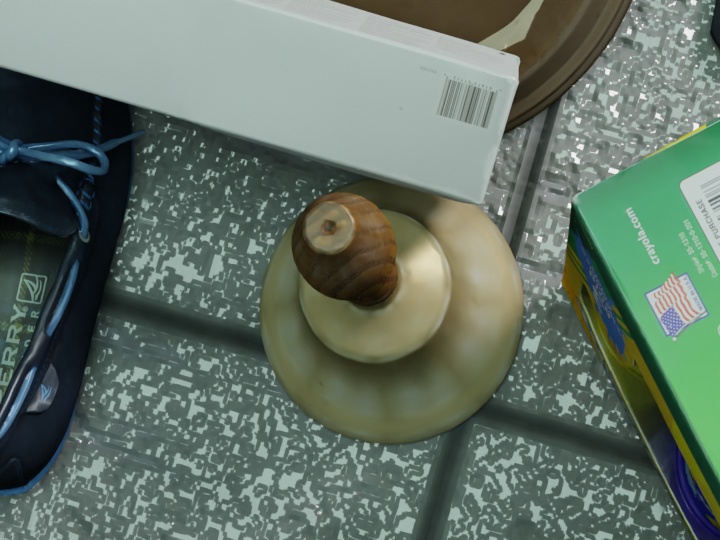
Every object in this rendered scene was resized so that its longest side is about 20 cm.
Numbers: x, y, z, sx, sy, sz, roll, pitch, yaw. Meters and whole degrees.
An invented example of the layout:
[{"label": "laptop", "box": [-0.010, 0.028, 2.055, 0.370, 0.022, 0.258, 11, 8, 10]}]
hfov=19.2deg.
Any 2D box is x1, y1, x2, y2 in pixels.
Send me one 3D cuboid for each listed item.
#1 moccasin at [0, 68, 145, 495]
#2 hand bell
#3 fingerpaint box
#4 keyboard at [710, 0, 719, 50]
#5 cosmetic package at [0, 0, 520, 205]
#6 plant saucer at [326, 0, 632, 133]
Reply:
[{"label": "moccasin", "box": [-0.125, -0.017, 0.809, 0.080, 0.068, 0.202, -1, 80, 6]}, {"label": "hand bell", "box": [0.000, 0.000, 0.726, 0.103, 0.200, 0.105, -1, 81, 7]}, {"label": "fingerpaint box", "box": [0.142, 0.063, 0.718, 0.073, 0.167, 0.201, -27, 80, 0]}, {"label": "keyboard", "box": [0.203, -0.172, 0.811, 0.103, 0.040, 0.202, 12, 84, 9]}, {"label": "cosmetic package", "box": [-0.044, -0.077, 0.763, 0.198, 0.083, 0.051, 16, 104, 2]}, {"label": "plant saucer", "box": [0.013, -0.141, 0.802, 0.198, 0.029, 0.202, 1, 101, 5]}]
